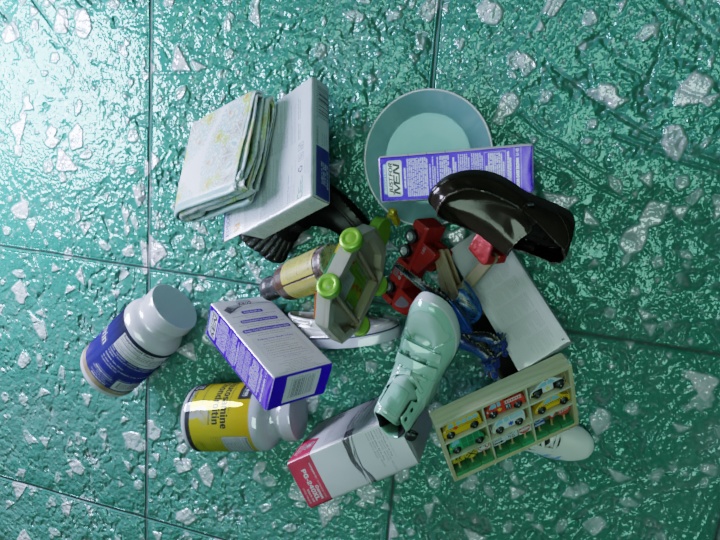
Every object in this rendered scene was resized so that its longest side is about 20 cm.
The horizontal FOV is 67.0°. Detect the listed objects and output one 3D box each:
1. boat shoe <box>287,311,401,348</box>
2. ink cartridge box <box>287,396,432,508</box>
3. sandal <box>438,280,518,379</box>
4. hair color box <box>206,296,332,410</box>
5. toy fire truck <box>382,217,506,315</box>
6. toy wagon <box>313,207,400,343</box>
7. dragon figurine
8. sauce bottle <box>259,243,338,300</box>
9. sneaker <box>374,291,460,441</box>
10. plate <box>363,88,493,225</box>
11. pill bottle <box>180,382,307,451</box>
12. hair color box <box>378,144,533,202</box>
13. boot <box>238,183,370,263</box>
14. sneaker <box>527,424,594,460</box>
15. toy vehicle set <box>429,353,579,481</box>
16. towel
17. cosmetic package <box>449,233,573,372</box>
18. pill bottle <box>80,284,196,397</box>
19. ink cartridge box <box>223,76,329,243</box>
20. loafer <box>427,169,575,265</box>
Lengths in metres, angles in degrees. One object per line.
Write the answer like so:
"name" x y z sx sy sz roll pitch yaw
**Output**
"boat shoe" -0.031 0.076 0.881 0.198 0.074 0.088 -5 95 26
"ink cartridge box" 0.005 0.270 0.857 0.198 0.145 0.084 -28 90 18
"sandal" 0.193 0.096 0.826 0.079 0.058 0.202 -34 69 -18
"hair color box" -0.147 0.121 0.849 0.199 0.108 0.066 40 122 38
"toy fire truck" 0.118 -0.002 0.787 0.141 0.048 0.203 43 124 34
"toy wagon" 0.000 0.000 0.769 0.039 0.156 0.203 17 71 24
"dragon figurine" 0.125 0.055 0.729 0.098 0.059 0.202 -17 109 40
"sauce bottle" -0.095 0.010 0.849 0.198 0.064 0.066 -16 95 49
"sneaker" 0.069 0.132 0.698 0.073 0.118 0.203 21 130 22
"plate" 0.102 -0.169 0.824 0.196 0.026 0.205 2 100 14
"pill bottle" -0.195 0.248 0.928 0.196 0.112 0.114 -6 97 16
"hair color box" 0.132 -0.130 0.744 0.196 0.109 0.066 0 99 16
"boot" -0.090 -0.068 0.860 0.210 0.079 0.159 40 102 21
"sneaker" 0.253 0.245 0.824 0.196 0.072 0.073 16 101 11
"toy vehicle set" 0.201 0.204 0.749 0.197 0.027 0.126 -24 123 -1
"towel" -0.212 -0.171 0.840 0.197 0.048 0.175 -8 66 41
"cosmetic package" 0.212 0.035 0.778 0.082 0.050 0.202 -35 66 20
"pill bottle" -0.388 0.122 0.961 0.199 0.116 0.116 -40 87 17
"ink cartridge box" -0.126 -0.155 0.811 0.198 0.043 0.200 -21 61 38
"loafer" 0.176 -0.060 0.655 0.196 0.072 0.073 14 142 -11
